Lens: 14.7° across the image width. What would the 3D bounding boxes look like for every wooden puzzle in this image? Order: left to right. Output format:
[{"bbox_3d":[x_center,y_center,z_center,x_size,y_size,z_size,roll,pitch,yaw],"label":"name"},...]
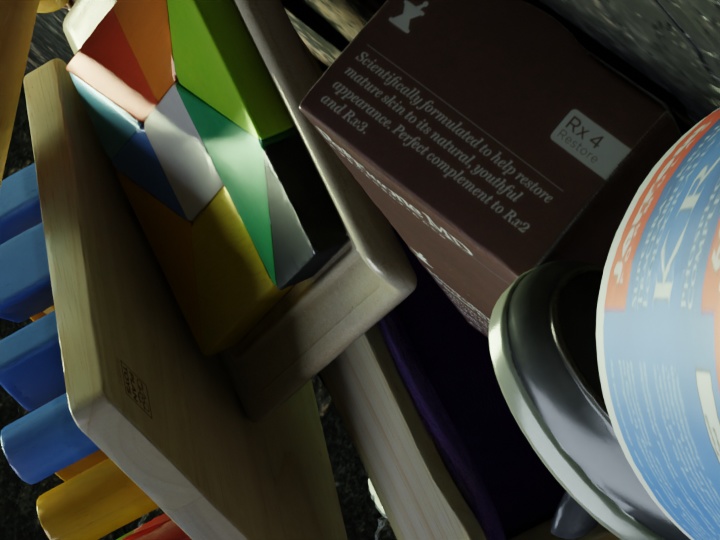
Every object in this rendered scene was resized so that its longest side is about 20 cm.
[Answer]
[{"bbox_3d":[-0.057,-0.046,1.066,0.186,0.037,0.200,64,157,9],"label":"wooden puzzle"}]

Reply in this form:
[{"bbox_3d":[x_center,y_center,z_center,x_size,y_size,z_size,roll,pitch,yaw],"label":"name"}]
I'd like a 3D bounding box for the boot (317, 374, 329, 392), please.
[{"bbox_3d":[0.000,0.000,1.228,0.200,0.074,0.075,52,-164,4],"label":"boot"}]

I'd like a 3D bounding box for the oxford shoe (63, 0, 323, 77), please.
[{"bbox_3d":[-0.102,-0.131,1.207,0.200,0.071,0.071,39,174,-2],"label":"oxford shoe"}]

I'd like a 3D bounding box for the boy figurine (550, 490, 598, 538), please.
[{"bbox_3d":[0.176,0.103,1.030,0.199,0.065,0.124,24,-158,11],"label":"boy figurine"}]

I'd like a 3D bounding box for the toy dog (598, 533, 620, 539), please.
[{"bbox_3d":[0.150,0.125,1.322,0.096,0.201,0.132,-1,148,9],"label":"toy dog"}]

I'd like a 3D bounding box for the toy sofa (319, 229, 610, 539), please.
[{"bbox_3d":[0.026,0.027,1.102,0.201,0.083,0.098,64,156,8],"label":"toy sofa"}]

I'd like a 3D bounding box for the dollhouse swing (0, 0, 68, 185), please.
[{"bbox_3d":[-0.202,-0.138,1.059,0.181,0.177,0.200,22,167,11],"label":"dollhouse swing"}]

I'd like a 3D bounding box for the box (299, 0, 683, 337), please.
[{"bbox_3d":[0.065,-0.014,0.913,0.100,0.075,0.200,39,174,28],"label":"box"}]

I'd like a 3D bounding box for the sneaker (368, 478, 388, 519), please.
[{"bbox_3d":[0.056,0.080,1.308,0.077,0.080,0.200,-2,179,-16],"label":"sneaker"}]

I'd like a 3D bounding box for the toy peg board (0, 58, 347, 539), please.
[{"bbox_3d":[-0.099,0.057,1.148,0.199,0.098,0.201,49,-162,-41],"label":"toy peg board"}]

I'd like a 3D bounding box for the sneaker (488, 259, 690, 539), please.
[{"bbox_3d":[0.135,0.046,0.767,0.200,0.075,0.106,37,138,0],"label":"sneaker"}]

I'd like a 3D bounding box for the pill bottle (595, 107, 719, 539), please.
[{"bbox_3d":[0.106,0.012,0.540,0.112,0.112,0.200,40,175,-3],"label":"pill bottle"}]
